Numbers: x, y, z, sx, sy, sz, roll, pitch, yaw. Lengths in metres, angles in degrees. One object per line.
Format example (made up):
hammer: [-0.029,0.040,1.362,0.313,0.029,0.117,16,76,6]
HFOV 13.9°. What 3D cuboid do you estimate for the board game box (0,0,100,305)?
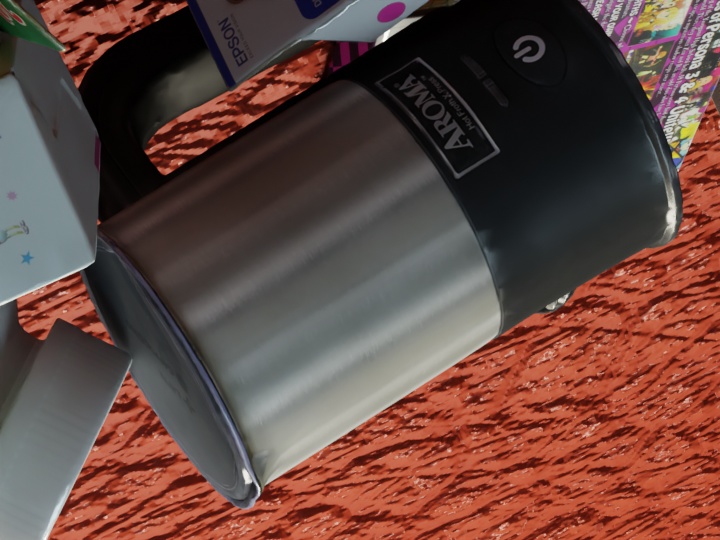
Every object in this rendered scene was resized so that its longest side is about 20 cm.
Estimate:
board game box: [-0.179,-0.008,0.873,0.199,0.064,0.148,-23,-165,2]

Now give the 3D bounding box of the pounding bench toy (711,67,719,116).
pounding bench toy: [0.256,-0.047,1.254,0.155,0.201,0.124,-2,148,-35]

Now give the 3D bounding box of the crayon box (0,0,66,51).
crayon box: [-0.184,-0.109,0.798,0.200,0.127,0.051,38,84,-26]

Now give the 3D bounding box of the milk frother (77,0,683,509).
milk frother: [0.000,0.000,1.090,0.188,0.181,0.200,-31,135,-14]

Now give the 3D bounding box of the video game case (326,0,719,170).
video game case: [0.067,-0.071,1.247,0.181,0.036,0.200,-13,149,-20]

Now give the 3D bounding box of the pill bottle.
pill bottle: [-0.188,0.028,1.030,0.199,0.110,0.110,26,137,-4]

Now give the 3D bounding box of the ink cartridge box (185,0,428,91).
ink cartridge box: [0.021,-0.150,1.017,0.200,0.095,0.037,-34,151,15]
